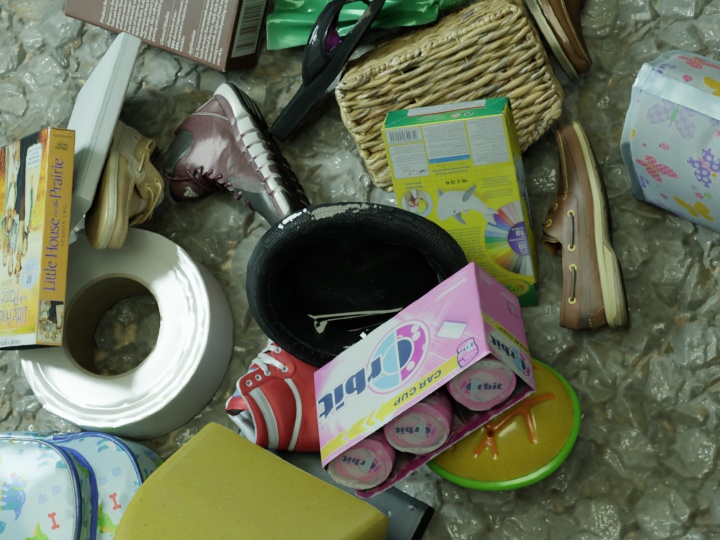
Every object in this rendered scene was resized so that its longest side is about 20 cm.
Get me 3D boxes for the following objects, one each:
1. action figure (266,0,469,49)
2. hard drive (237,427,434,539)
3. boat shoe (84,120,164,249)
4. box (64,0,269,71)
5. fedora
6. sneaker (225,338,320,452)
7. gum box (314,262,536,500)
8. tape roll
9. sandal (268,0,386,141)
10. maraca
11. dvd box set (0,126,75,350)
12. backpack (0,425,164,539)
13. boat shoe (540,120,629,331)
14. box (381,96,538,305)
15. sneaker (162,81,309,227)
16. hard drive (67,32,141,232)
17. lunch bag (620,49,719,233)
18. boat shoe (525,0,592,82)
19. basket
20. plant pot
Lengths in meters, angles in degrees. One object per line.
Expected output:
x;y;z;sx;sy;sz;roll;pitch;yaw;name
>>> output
0.012;-0.270;1.680;0.200;0.055;0.118;1;72;20;action figure
-0.051;0.236;1.559;0.200;0.033;0.140;25;82;21;hard drive
-0.223;-0.082;1.639;0.200;0.069;0.074;-97;29;-55;boat shoe
-0.194;-0.279;1.714;0.200;0.075;0.100;22;111;19;box
0.000;0.000;1.519;0.201;0.201;0.092;-14;29;12;fedora
-0.076;0.074;1.571;0.112;0.071;0.200;-5;67;-15;sneaker
0.047;0.098;1.452;0.200;0.066;0.114;-36;35;24;gum box
-0.228;0.063;1.641;0.202;0.071;0.202;-4;73;14;tape roll
-0.037;-0.210;1.630;0.048;0.075;0.200;36;113;-8;sandal
0.100;0.129;1.510;0.200;0.107;0.137;13;58;28;maraca
-0.310;-0.026;1.586;0.146;0.029;0.200;-7;79;60;dvd box set
-0.284;0.234;1.566;0.200;0.147;0.183;-6;75;11;backpack
0.197;-0.040;1.550;0.068;0.072;0.200;-11;74;11;boat shoe
0.096;-0.055;1.550;0.117;0.048;0.200;-5;116;14;box
-0.127;-0.081;1.661;0.116;0.076;0.200;-33;58;10;sneaker
-0.269;-0.121;1.654;0.026;0.132;0.200;24;55;-19;hard drive
0.325;-0.108;1.464;0.170;0.200;0.127;24;82;22;lunch bag
0.188;-0.278;1.622;0.068;0.072;0.200;-24;69;9;boat shoe
0.090;-0.164;1.622;0.200;0.149;0.143;-24;103;8;basket
-0.124;0.281;1.438;0.195;0.200;0.194;25;116;20;plant pot
